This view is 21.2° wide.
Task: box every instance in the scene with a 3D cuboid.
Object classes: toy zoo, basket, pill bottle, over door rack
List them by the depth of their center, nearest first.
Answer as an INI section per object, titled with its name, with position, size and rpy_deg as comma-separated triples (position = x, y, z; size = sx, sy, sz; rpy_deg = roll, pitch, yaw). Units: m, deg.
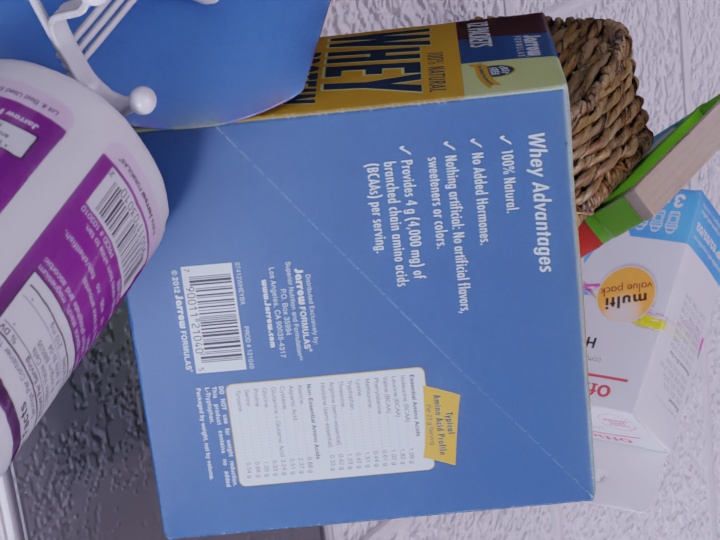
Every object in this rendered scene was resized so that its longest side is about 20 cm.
[pill bottle]
position = -0.165, 0.020, 0.737
size = 0.200, 0.112, 0.113
rpy_deg = -59, 140, -38
[over door rack]
position = -0.095, -0.177, 0.738
size = 0.148, 0.066, 0.200
rpy_deg = -56, 135, -25
[basket]
position = 0.087, -0.041, 1.103
size = 0.200, 0.142, 0.150
rpy_deg = -42, 128, -44
[toy zoo]
position = 0.143, -0.039, 1.158
size = 0.020, 0.200, 0.131
rpy_deg = 51, 53, -4

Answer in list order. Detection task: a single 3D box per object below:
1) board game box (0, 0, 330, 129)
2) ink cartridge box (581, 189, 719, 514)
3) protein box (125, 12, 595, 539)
[board game box]
position = -0.088, -0.144, 0.846
size = 0.039, 0.157, 0.201
rpy_deg = 116, -10, -66
[ink cartridge box]
position = 0.154, 0.045, 1.243
size = 0.068, 0.115, 0.201
rpy_deg = 43, 61, -50
[protein box]
position = 0.000, 0.000, 0.896
size = 0.135, 0.199, 0.199
rpy_deg = -88, 171, -69
